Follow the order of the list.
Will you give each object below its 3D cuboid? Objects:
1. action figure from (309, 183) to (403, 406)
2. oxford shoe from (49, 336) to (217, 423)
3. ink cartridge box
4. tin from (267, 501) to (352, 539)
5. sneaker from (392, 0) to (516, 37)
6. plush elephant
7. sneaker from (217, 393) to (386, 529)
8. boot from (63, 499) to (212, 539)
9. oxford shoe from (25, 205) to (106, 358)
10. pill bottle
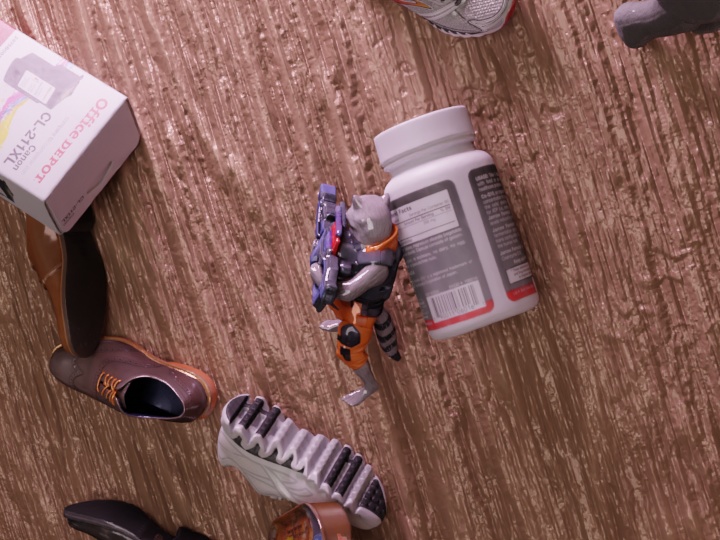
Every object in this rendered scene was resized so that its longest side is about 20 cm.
[{"bbox_3d":[0.000,0.000,1.266,0.103,0.201,0.195,5,129,-4],"label":"action figure"},{"bbox_3d":[-0.255,0.116,1.390,0.197,0.073,0.072,10,99,17],"label":"oxford shoe"},{"bbox_3d":[-0.353,-0.156,1.363,0.198,0.083,0.147,31,70,13],"label":"ink cartridge box"},{"bbox_3d":[-0.050,0.295,1.290,0.041,0.200,0.114,3,70,-20],"label":"tin"},{"bbox_3d":[0.055,-0.280,1.248,0.198,0.082,0.079,23,101,14],"label":"sneaker"},{"bbox_3d":[0.313,-0.300,1.135,0.199,0.155,0.165,13,145,48],"label":"plush elephant"},{"bbox_3d":[-0.062,0.209,1.344,0.198,0.075,0.082,31,123,11],"label":"sneaker"},{"bbox_3d":[-0.251,0.356,1.413,0.197,0.069,0.177,18,100,14],"label":"boot"},{"bbox_3d":[-0.324,-0.001,1.408,0.070,0.071,0.203,-14,79,23],"label":"oxford shoe"},{"bbox_3d":[0.088,-0.045,1.241,0.112,0.114,0.203,-19,89,19],"label":"pill bottle"}]
